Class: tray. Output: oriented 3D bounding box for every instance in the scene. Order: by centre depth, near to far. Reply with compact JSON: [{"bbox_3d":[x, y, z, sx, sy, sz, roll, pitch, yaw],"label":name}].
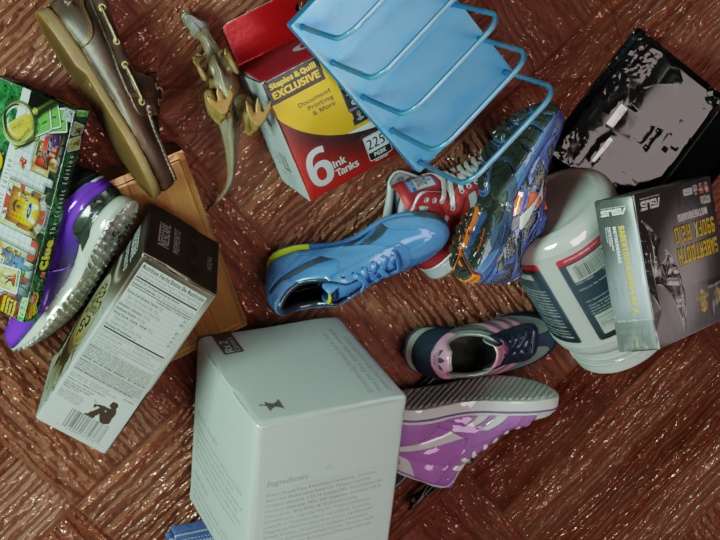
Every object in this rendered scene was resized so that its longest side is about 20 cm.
[{"bbox_3d":[-0.191,-0.015,1.317,0.098,0.037,0.201,-25,118,-15],"label":"tray"}]

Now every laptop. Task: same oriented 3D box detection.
[{"bbox_3d":[0.330,-0.142,1.528,0.199,0.103,0.178,37,90,-5],"label":"laptop"}]

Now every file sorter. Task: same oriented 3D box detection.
[{"bbox_3d":[0.062,-0.195,1.222,0.139,0.123,0.200,-46,118,-4],"label":"file sorter"}]

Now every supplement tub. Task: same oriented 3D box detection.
[{"bbox_3d":[0.250,0.001,1.467,0.140,0.140,0.201,-39,120,-7],"label":"supplement tub"}]

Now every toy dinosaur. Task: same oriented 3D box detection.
[{"bbox_3d":[-0.125,-0.149,1.269,0.060,0.106,0.202,-12,106,-16],"label":"toy dinosaur"}]

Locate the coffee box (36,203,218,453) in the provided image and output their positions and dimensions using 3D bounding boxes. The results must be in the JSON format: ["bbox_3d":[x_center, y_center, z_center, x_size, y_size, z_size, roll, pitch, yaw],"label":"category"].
[{"bbox_3d":[-0.217,0.054,1.251,0.079,0.113,0.201,30,109,-17],"label":"coffee box"}]

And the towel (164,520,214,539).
[{"bbox_3d":[-0.108,0.303,1.377,0.144,0.200,0.024,-8,110,-23],"label":"towel"}]

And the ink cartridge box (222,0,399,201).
[{"bbox_3d":[-0.010,-0.197,1.306,0.199,0.084,0.177,-30,117,-13],"label":"ink cartridge box"}]

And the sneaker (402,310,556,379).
[{"bbox_3d":[0.151,0.090,1.482,0.199,0.082,0.071,-9,102,-27],"label":"sneaker"}]

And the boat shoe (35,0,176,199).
[{"bbox_3d":[-0.216,-0.165,1.218,0.070,0.070,0.201,-34,109,-19],"label":"boat shoe"}]

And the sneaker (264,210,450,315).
[{"bbox_3d":[0.000,0.000,1.354,0.198,0.079,0.066,-16,130,1],"label":"sneaker"}]

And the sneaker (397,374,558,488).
[{"bbox_3d":[0.125,0.184,1.500,0.199,0.073,0.115,-5,110,-9],"label":"sneaker"}]

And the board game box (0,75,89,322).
[{"bbox_3d":[-0.313,-0.065,1.207,0.023,0.104,0.202,-3,113,-58],"label":"board game box"}]

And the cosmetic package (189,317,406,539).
[{"bbox_3d":[-0.069,0.181,1.353,0.164,0.165,0.201,-8,121,-26],"label":"cosmetic package"}]

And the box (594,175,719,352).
[{"bbox_3d":[0.325,-0.011,1.412,0.199,0.048,0.160,-13,93,-52],"label":"box"}]

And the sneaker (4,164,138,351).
[{"bbox_3d":[-0.294,-0.019,1.253,0.099,0.070,0.201,39,112,5],"label":"sneaker"}]

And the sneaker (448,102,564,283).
[{"bbox_3d":[0.159,-0.077,1.363,0.078,0.075,0.201,18,101,-34],"label":"sneaker"}]

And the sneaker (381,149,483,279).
[{"bbox_3d":[0.105,-0.096,1.405,0.112,0.071,0.200,37,93,-34],"label":"sneaker"}]

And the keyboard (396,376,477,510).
[{"bbox_3d":[0.058,0.211,1.525,0.200,0.021,0.127,-42,114,-5],"label":"keyboard"}]
